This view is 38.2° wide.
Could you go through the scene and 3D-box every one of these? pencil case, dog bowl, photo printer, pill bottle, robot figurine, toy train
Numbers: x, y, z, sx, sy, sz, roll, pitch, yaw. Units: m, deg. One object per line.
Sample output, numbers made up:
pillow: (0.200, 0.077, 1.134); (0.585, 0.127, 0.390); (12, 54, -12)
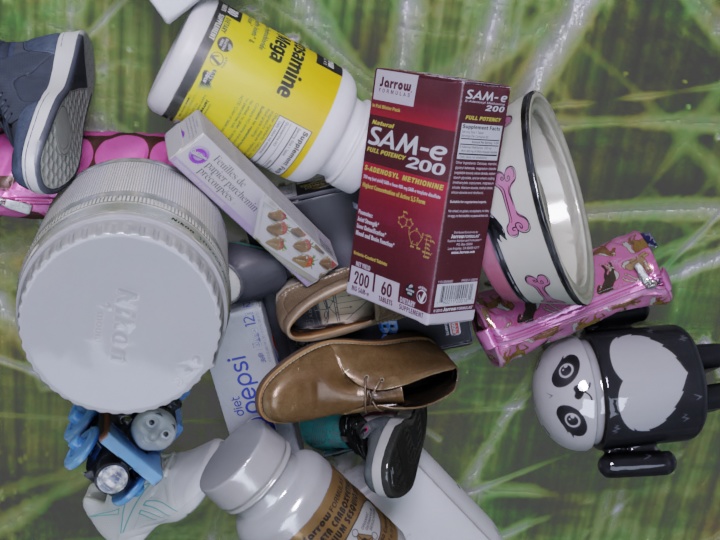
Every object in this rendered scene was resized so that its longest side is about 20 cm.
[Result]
pencil case: (-0.248, -0.082, 0.947); (0.200, 0.094, 0.091); (-2, 115, -5)
pencil case: (0.205, 0.029, 1.035); (0.200, 0.083, 0.087); (-21, 153, -2)
dog bowl: (0.151, -0.059, 0.950); (0.074, 0.200, 0.200); (-13, 116, 22)
photo printer: (0.053, 0.298, 1.158); (0.166, 0.069, 0.200); (-37, 112, 11)
pill bottle: (-0.077, -0.150, 0.923); (0.200, 0.112, 0.112); (26, 109, -16)
robot figurine: (0.278, 0.120, 1.070); (0.200, 0.150, 0.125); (-5, 127, -3)
pill bottle: (-0.057, 0.244, 1.028); (0.114, 0.114, 0.200); (-40, 108, 12)
toy train: (-0.220, 0.139, 0.995); (0.114, 0.200, 0.087); (-46, 110, 2)

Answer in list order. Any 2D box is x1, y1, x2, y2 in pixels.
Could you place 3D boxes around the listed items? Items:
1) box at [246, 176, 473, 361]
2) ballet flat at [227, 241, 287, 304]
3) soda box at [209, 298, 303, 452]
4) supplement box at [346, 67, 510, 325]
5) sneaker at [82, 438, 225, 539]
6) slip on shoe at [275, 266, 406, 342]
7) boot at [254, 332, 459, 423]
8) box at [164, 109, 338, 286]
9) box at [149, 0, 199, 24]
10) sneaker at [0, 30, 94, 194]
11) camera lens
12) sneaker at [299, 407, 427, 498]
box: (0.000, 0.000, 1.034); (0.198, 0.050, 0.200); (-11, 115, 0)
ballet flat: (-0.171, 0.007, 0.981); (0.200, 0.073, 0.073); (8, 114, 9)
soda box: (-0.111, 0.116, 1.065); (0.068, 0.063, 0.200); (-13, 115, 0)
supplement box: (0.054, -0.065, 0.880); (0.061, 0.109, 0.200); (-3, 105, -41)
sneaker: (-0.217, 0.226, 1.088); (0.200, 0.070, 0.080); (-36, 103, 24)
slip on shoe: (0.017, 0.021, 0.984); (0.200, 0.061, 0.076); (-11, 115, 0)
boot: (0.000, 0.106, 0.978); (0.200, 0.075, 0.074); (-12, 113, -24)
box: (-0.092, -0.059, 0.917); (0.039, 0.041, 0.200); (-35, 132, 12)
box: (-0.116, -0.318, 0.852); (0.200, 0.097, 0.124); (-34, 113, 9)
sneaker: (-0.308, -0.130, 0.866); (0.146, 0.202, 0.077); (-2, 130, -3)
camera lens: (-0.185, 0.005, 0.834); (0.160, 0.200, 0.160); (-3, 111, -7)
sneaker: (-0.005, 0.162, 1.034); (0.121, 0.200, 0.084); (-4, 105, 13)
